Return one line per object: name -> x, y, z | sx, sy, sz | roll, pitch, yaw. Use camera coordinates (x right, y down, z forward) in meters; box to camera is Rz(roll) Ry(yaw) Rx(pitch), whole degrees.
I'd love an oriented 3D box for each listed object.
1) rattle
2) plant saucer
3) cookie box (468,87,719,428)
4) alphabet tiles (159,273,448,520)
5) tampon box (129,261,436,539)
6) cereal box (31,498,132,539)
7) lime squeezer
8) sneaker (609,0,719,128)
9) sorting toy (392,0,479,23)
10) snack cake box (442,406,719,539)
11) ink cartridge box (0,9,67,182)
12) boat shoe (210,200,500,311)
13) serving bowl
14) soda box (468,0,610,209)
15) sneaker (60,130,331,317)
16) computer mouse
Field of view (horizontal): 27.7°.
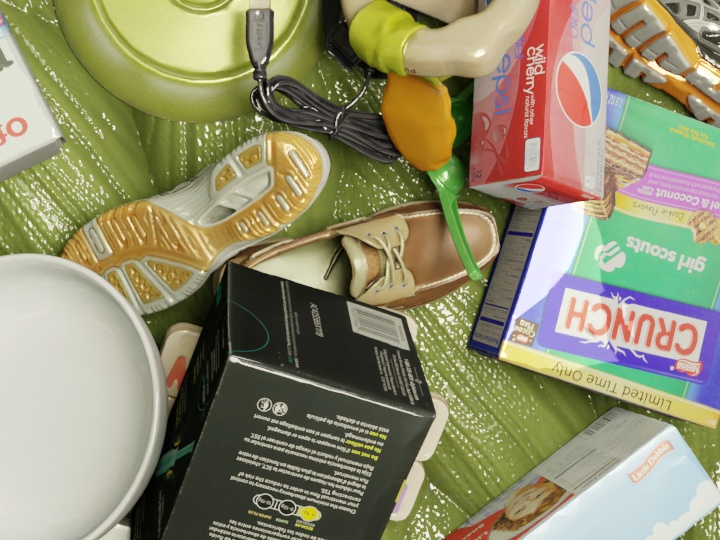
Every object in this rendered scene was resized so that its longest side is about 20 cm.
rattle -> 0.071, -0.187, 0.948 | 0.143, 0.130, 0.200 | 47, 47, -47
plant saucer -> -0.109, -0.201, 0.991 | 0.200, 0.031, 0.200 | 0, 91, -10
cookie box -> 0.191, -0.010, 1.025 | 0.171, 0.075, 0.200 | 18, 89, -11
alphabet tiles -> -0.046, 0.104, 0.982 | 0.200, 0.015, 0.196 | 16, 110, -13
tampon box -> -0.055, 0.124, 0.900 | 0.126, 0.150, 0.200 | 18, 110, -13
cereal box -> -0.145, 0.249, 0.992 | 0.200, 0.040, 0.144 | 18, 87, -9
lime squeezer -> 0.074, -0.081, 1.003 | 0.071, 0.038, 0.200 | 4, 65, 25
sneaker -> 0.231, -0.170, 1.035 | 0.200, 0.078, 0.077 | 37, 72, -12
sorting toy -> 0.045, -0.276, 0.981 | 0.185, 0.036, 0.200 | 15, 85, -35
snack cake box -> 0.135, 0.183, 1.001 | 0.200, 0.115, 0.067 | -36, 97, -7
ink cartridge box -> -0.297, -0.139, 0.934 | 0.146, 0.083, 0.200 | -28, 95, -9
boat shoe -> 0.000, 0.000, 0.993 | 0.200, 0.074, 0.076 | -15, 94, -9
serving bowl -> -0.210, 0.092, 0.944 | 0.200, 0.066, 0.200 | -3, 79, 16
soda box -> 0.120, -0.145, 0.960 | 0.070, 0.063, 0.200 | 15, 75, -43
sneaker -> -0.104, -0.029, 0.977 | 0.200, 0.088, 0.076 | -24, 94, 15
computer mouse -> -0.019, -0.178, 0.979 | 0.140, 0.046, 0.200 | 11, 83, -34
